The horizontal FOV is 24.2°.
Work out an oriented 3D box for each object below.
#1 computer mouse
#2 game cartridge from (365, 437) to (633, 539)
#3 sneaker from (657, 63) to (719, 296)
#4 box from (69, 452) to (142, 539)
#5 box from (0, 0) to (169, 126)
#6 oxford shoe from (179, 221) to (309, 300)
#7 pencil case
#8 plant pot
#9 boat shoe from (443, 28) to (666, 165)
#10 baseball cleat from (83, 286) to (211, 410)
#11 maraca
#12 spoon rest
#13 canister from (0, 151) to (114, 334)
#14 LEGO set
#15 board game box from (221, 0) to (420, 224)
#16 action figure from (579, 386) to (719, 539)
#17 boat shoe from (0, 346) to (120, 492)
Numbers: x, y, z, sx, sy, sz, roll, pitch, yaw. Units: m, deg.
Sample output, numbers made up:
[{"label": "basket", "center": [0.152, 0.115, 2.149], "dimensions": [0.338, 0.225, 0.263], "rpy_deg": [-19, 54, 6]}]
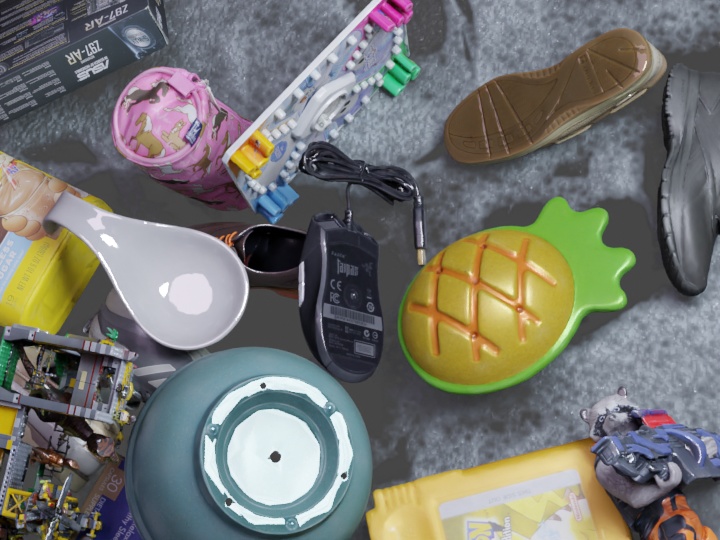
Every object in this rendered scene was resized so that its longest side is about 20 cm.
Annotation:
[{"label": "computer mouse", "center": [0.000, 0.000, 1.393], "dimensions": [0.046, 0.140, 0.202], "rpy_deg": [-20, 69, 44]}, {"label": "game cartridge", "center": [0.114, 0.234, 1.295], "dimensions": [0.199, 0.032, 0.177], "rpy_deg": [-14, 66, 0]}, {"label": "sneaker", "center": [0.286, -0.076, 1.361], "dimensions": [0.090, 0.076, 0.201], "rpy_deg": [4, 72, 10]}, {"label": "box", "center": [-0.153, 0.247, 1.380], "dimensions": [0.199, 0.032, 0.122], "rpy_deg": [25, 78, 22]}, {"label": "box", "center": [-0.279, -0.219, 1.550], "dimensions": [0.199, 0.044, 0.161], "rpy_deg": [-25, 36, 5]}, {"label": "oxford shoe", "center": [-0.111, -0.018, 1.447], "dimensions": [0.198, 0.073, 0.072], "rpy_deg": [1, 69, 16]}, {"label": "pencil case", "center": [-0.136, -0.107, 1.423], "dimensions": [0.086, 0.200, 0.083], "rpy_deg": [-2, 79, 16]}, {"label": "plant pot", "center": [-0.075, 0.149, 1.295], "dimensions": [0.199, 0.134, 0.202], "rpy_deg": [3, 76, -14]}, {"label": "boat shoe", "center": [0.165, -0.138, 1.423], "dimensions": [0.199, 0.064, 0.072], "rpy_deg": [-21, 73, 27]}, {"label": "baseball cleat", "center": [-0.162, 0.101, 1.430], "dimensions": [0.107, 0.070, 0.200], "rpy_deg": [-49, 62, 11]}, {"label": "maraca", "center": [0.123, 0.021, 1.348], "dimensions": [0.199, 0.107, 0.138], "rpy_deg": [-30, 63, 2]}, {"label": "spoon rest", "center": [-0.184, -0.008, 1.400], "dimensions": [0.199, 0.061, 0.100], "rpy_deg": [30, 79, 15]}, {"label": "canister", "center": [-0.337, -0.037, 1.513], "dimensions": [0.199, 0.087, 0.149], "rpy_deg": [25, 77, 21]}, {"label": "LEGO set", "center": [-0.220, 0.133, 1.329], "dimensions": [0.115, 0.154, 0.201], "rpy_deg": [9, 72, 20]}, {"label": "board game box", "center": [-0.026, -0.133, 1.403], "dimensions": [0.026, 0.200, 0.200], "rpy_deg": [43, 85, 10]}, {"label": "action figure", "center": [0.208, 0.177, 1.236], "dimensions": [0.104, 0.199, 0.194], "rpy_deg": [-35, 59, 29]}, {"label": "boat shoe", "center": [-0.287, 0.100, 1.456], "dimensions": [0.068, 0.075, 0.200], "rpy_deg": [-45, 75, -6]}]
